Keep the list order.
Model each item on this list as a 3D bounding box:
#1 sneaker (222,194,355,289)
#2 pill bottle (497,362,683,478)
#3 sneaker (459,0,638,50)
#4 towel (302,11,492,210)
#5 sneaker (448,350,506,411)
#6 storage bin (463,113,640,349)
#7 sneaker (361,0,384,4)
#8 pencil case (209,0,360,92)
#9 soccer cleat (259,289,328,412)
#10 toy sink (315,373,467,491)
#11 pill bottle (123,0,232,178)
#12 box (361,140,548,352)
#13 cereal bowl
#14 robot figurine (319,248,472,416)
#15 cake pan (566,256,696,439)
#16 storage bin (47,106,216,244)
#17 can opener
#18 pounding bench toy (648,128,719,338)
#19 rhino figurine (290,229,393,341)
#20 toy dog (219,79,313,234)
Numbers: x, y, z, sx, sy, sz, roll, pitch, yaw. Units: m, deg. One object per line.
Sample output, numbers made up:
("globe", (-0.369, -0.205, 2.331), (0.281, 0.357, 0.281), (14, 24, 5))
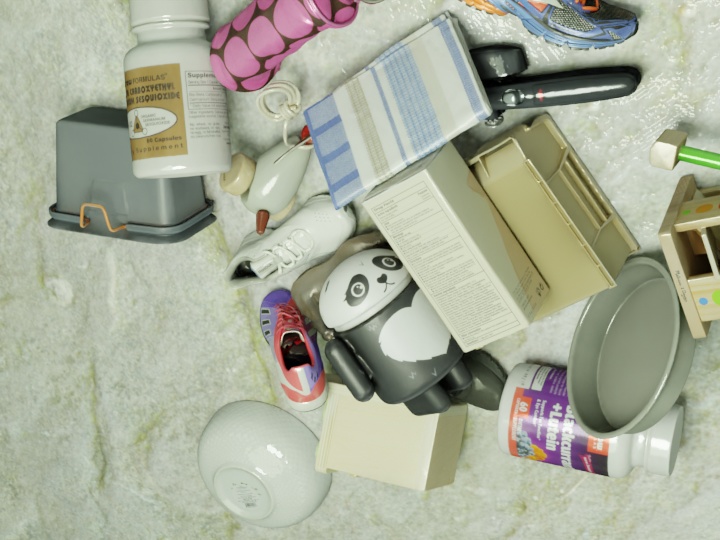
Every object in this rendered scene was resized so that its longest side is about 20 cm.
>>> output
("sneaker", (-0.086, -0.025, 1.532), (0.199, 0.087, 0.075), (-29, 104, 36))
("pill bottle", (0.268, 0.178, 1.465), (0.199, 0.112, 0.112), (9, 124, 22))
("sneaker", (0.182, -0.277, 1.241), (0.199, 0.075, 0.079), (24, 125, 10))
("towel", (0.037, -0.167, 1.324), (0.199, 0.148, 0.024), (-32, 145, 19))
("sneaker", (0.084, 0.125, 1.538), (0.199, 0.091, 0.076), (27, 132, 8))
("storage bin", (0.163, -0.042, 1.389), (0.199, 0.094, 0.199), (-28, 104, 37))
("sneaker", (0.030, -0.347, 1.262), (0.074, 0.088, 0.200), (34, 130, 3))
("pencil case", (-0.078, -0.262, 1.346), (0.093, 0.091, 0.200), (10, 161, -34))
("soccer cleat", (-0.084, 0.081, 1.544), (0.068, 0.201, 0.074), (-14, 133, -5))
("toy sink", (0.015, 0.202, 1.573), (0.199, 0.130, 0.113), (11, 89, 20))
("pill bottle", (-0.209, -0.208, 1.425), (0.114, 0.114, 0.202), (-3, 93, 29))
("box", (0.101, -0.025, 1.321), (0.095, 0.078, 0.201), (-24, 107, 36))
("cereal bowl", (-0.146, 0.285, 1.766), (0.199, 0.083, 0.201), (13, 124, 19))
("robot figurine", (0.041, 0.070, 1.429), (0.124, 0.150, 0.200), (-32, 101, 21))
("cake pan", (0.292, 0.086, 1.355), (0.036, 0.201, 0.201), (17, 133, -20))
("storage bin", (-0.292, -0.121, 1.552), (0.199, 0.146, 0.135), (8, 113, 23))
("can opener", (0.188, -0.189, 1.299), (0.199, 0.063, 0.079), (4, 121, 26))
("pounding bench toy", (0.386, -0.058, 1.242), (0.155, 0.124, 0.201), (-11, 115, 32))
("rhino figurine", (0.000, 0.000, 1.508), (0.200, 0.060, 0.087), (-36, 119, 24))
("toy dog", (-0.079, -0.113, 1.452), (0.131, 0.097, 0.200), (10, 139, -23))
